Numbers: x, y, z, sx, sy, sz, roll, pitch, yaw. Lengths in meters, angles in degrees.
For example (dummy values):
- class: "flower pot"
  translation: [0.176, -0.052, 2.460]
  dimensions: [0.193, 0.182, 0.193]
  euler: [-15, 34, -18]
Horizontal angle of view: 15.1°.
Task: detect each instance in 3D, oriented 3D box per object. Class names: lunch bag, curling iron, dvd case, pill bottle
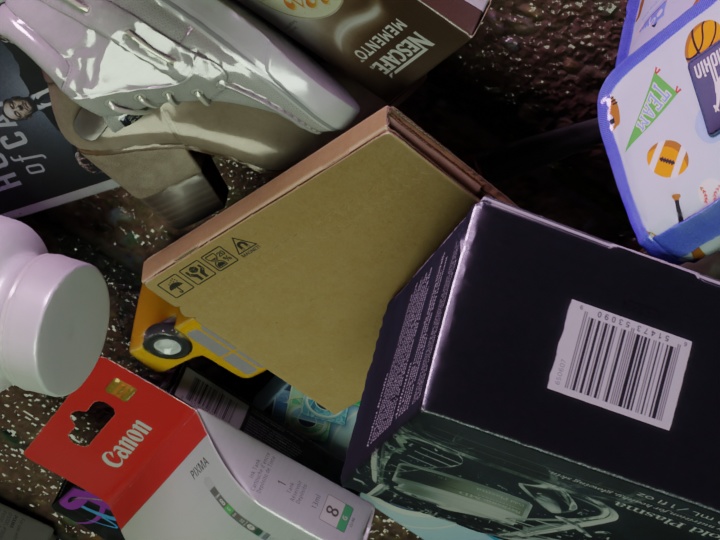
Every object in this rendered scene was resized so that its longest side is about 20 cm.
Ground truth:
- class: "lunch bag"
  translation: [0.218, -0.108, 1.416]
  dimensions: [0.124, 0.201, 0.170]
  euler: [41, 127, -19]
- class: "curling iron"
  translation: [0.063, -0.063, 1.602]
  dimensions: [0.199, 0.026, 0.050]
  euler: [-10, 136, 22]
- class: "dvd case"
  translation: [-0.188, -0.110, 1.629]
  dimensions: [0.199, 0.025, 0.151]
  euler: [-16, 122, 24]
- class: "pill bottle"
  translation: [-0.258, 0.014, 1.658]
  dimensions: [0.199, 0.111, 0.112]
  euler: [14, 133, 24]

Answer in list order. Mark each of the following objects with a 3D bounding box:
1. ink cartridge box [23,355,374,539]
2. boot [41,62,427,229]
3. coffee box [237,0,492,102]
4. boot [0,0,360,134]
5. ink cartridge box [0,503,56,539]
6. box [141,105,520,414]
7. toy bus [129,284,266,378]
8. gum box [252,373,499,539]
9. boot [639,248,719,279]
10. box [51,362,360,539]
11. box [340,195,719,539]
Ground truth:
- class: "ink cartridge box"
  translation: [-0.111, 0.150, 1.720]
  dimensions: [0.199, 0.050, 0.161]
  euler: [28, 143, -11]
- class: "boot"
  translation: [-0.081, -0.120, 1.552]
  dimensions: [0.199, 0.070, 0.147]
  euler: [-31, 109, 3]
- class: "coffee box"
  translation: [-0.027, -0.192, 1.465]
  dimensions: [0.199, 0.080, 0.114]
  euler: [33, 154, -13]
- class: "boot"
  translation: [-0.104, -0.113, 1.495]
  dimensions: [0.199, 0.074, 0.096]
  euler: [35, 100, -4]
- class: "ink cartridge box"
  translation: [-0.330, 0.207, 1.882]
  dimensions: [0.199, 0.084, 0.146]
  euler: [25, 130, -7]
- class: "box"
  translation: [0.000, 0.000, 1.549]
  dimensions: [0.199, 0.021, 0.163]
  euler: [-31, 129, 34]
- class: "toy bus"
  translation: [-0.051, 0.007, 1.640]
  dimensions: [0.078, 0.065, 0.199]
  euler: [33, 136, -32]
- class: "gum box"
  translation: [0.057, 0.092, 1.719]
  dimensions: [0.199, 0.045, 0.170]
  euler: [35, 128, -13]
- class: "boot"
  translation: [0.166, 0.056, 1.602]
  dimensions: [0.075, 0.097, 0.200]
  euler: [37, 107, -14]
- class: "box"
  translation: [-0.103, 0.145, 1.779]
  dimensions: [0.142, 0.036, 0.200]
  euler: [33, 142, -12]
- class: "box"
  translation: [0.114, 0.072, 1.451]
  dimensions: [0.199, 0.125, 0.197]
  euler: [19, 163, -7]
